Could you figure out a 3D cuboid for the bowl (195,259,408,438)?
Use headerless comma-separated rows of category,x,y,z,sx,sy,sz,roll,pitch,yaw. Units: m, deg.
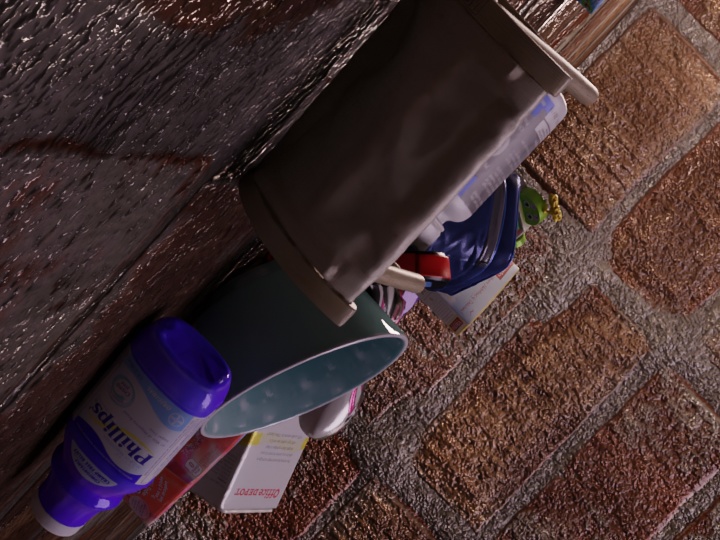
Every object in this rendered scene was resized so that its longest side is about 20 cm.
bowl,-0.068,0.059,1.162,0.199,0.106,0.201,-24,165,-7

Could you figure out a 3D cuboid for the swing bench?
swing bench,0.035,-0.089,0.845,0.199,0.130,0.200,-46,171,15

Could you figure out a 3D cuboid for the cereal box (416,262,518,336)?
cereal box,0.103,-0.027,1.758,0.144,0.200,0.040,-41,177,-41

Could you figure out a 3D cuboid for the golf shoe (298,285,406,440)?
golf shoe,-0.024,0.089,1.459,0.092,0.072,0.202,32,80,-60

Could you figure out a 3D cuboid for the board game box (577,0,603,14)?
board game box,0.339,-0.405,1.612,0.151,0.037,0.200,-46,177,-3

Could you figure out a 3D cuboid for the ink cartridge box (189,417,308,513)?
ink cartridge box,-0.119,0.172,1.526,0.202,0.083,0.145,-65,155,1

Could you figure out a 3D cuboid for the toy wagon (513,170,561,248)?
toy wagon,0.172,-0.099,1.685,0.039,0.157,0.199,-37,-142,-24

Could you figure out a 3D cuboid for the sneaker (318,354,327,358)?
sneaker,-0.057,0.069,1.334,0.077,0.083,0.200,-12,171,-8

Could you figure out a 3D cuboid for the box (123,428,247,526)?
box,-0.159,0.135,1.260,0.095,0.103,0.200,-45,177,38

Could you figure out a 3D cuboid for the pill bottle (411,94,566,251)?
pill bottle,0.094,-0.121,1.269,0.200,0.114,0.114,-46,177,-1

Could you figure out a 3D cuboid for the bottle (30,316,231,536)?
bottle,-0.184,0.127,1.014,0.200,0.084,0.065,-47,177,24

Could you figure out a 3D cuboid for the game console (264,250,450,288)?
game console,0.000,0.000,1.301,0.200,0.174,0.032,66,24,-86

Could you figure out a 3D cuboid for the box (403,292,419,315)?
box,0.043,-0.007,1.880,0.200,0.137,0.039,-46,137,1

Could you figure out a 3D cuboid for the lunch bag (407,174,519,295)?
lunch bag,0.110,-0.050,1.622,0.200,0.131,0.138,152,-48,-63
